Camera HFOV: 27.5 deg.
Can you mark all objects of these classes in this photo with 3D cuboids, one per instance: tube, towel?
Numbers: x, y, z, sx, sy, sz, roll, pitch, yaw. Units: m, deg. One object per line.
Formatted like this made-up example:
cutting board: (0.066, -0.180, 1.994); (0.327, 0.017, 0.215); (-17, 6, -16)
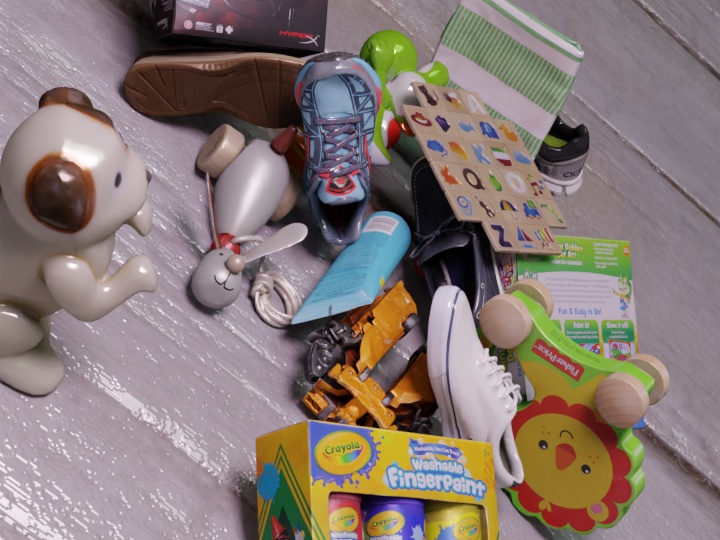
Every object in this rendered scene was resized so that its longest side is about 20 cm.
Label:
tube: (0.000, 0.000, 1.351); (0.051, 0.077, 0.200); (64, 23, -13)
towel: (0.130, -0.179, 1.526); (0.152, 0.201, 0.023); (34, 28, 12)

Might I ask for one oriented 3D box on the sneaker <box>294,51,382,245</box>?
sneaker: (-0.014, -0.104, 1.325); (0.079, 0.201, 0.096); (-7, 47, -3)

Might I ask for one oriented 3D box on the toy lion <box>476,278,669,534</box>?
toy lion: (0.175, 0.136, 1.335); (0.200, 0.192, 0.069); (35, 33, 18)

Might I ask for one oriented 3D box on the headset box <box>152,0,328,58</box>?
headset box: (-0.105, -0.305, 1.349); (0.148, 0.077, 0.201); (5, 92, -23)

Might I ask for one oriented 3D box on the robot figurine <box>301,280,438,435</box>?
robot figurine: (0.019, 0.094, 1.310); (0.145, 0.058, 0.200); (47, 36, 0)

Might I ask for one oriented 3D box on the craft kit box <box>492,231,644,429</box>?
craft kit box: (0.207, 0.065, 1.471); (0.199, 0.048, 0.199); (3, 84, -46)

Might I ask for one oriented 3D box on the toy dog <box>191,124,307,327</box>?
toy dog: (-0.092, -0.059, 1.303); (0.131, 0.096, 0.201); (17, 46, -35)

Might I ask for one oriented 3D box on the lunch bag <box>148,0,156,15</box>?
lunch bag: (-0.146, -0.330, 1.474); (0.167, 0.140, 0.201); (-1, 55, -26)

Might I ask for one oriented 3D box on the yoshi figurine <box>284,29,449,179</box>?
yoshi figurine: (0.000, -0.176, 1.469); (0.200, 0.112, 0.112); (-34, 124, -36)

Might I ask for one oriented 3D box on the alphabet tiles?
alphabet tiles: (0.122, -0.099, 1.427); (0.166, 0.006, 0.201); (1, 55, -46)

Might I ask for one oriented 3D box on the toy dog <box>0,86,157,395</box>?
toy dog: (-0.232, -0.040, 1.056); (0.193, 0.200, 0.140); (31, 39, -22)

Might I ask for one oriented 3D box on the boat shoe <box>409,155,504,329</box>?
boat shoe: (0.087, -0.023, 1.404); (0.062, 0.074, 0.201); (12, 58, -52)

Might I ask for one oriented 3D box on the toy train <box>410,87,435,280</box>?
toy train: (0.112, -0.081, 1.500); (0.116, 0.084, 0.201); (4, 81, -58)

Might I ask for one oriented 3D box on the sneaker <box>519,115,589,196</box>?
sneaker: (0.161, -0.161, 1.574); (0.199, 0.088, 0.074); (30, 46, 4)

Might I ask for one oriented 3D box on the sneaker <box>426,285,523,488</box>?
sneaker: (0.106, 0.103, 1.287); (0.073, 0.070, 0.201); (-59, 142, -55)

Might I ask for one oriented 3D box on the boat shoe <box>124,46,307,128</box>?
boat shoe: (-0.116, -0.180, 1.366); (0.199, 0.072, 0.072); (0, 32, 0)

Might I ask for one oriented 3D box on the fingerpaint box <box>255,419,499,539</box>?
fingerpaint box: (0.019, 0.213, 1.151); (0.199, 0.073, 0.168); (13, 66, -39)
